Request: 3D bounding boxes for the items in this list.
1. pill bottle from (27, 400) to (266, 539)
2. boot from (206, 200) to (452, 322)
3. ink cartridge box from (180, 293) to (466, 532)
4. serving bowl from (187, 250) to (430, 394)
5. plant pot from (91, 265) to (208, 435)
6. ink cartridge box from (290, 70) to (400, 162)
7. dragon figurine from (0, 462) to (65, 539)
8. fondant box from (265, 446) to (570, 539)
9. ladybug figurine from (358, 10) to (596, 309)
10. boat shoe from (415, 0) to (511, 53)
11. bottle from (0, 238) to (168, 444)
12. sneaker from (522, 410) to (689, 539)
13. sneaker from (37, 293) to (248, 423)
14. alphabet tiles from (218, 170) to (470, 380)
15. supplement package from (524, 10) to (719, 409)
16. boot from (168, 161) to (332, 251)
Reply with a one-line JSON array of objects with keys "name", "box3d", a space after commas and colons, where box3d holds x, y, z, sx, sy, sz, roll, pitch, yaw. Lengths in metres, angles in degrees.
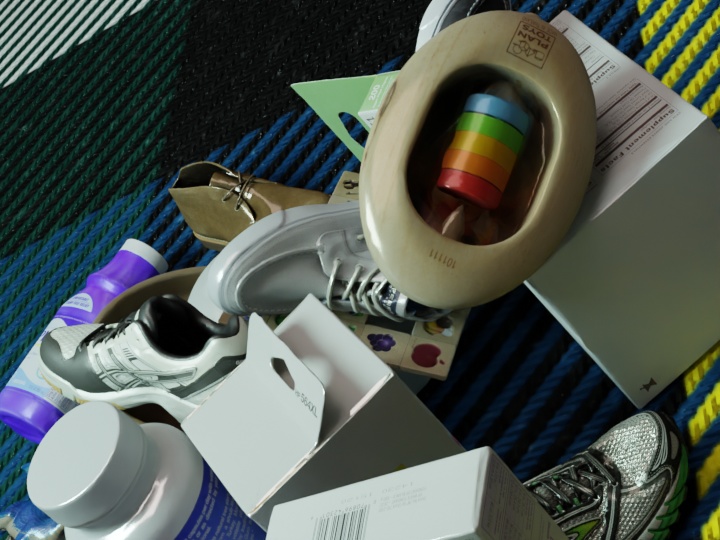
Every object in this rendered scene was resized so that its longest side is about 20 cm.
[{"name": "pill bottle", "box3d": [-0.131, 0.175, 1.126, 0.112, 0.200, 0.113, -25, 40, 24]}, {"name": "boot", "box3d": [0.000, 0.000, 1.135, 0.199, 0.074, 0.096, -20, 39, -27]}, {"name": "ink cartridge box", "box3d": [-0.011, 0.125, 1.064, 0.125, 0.200, 0.128, -45, 34, -4]}, {"name": "serving bowl", "box3d": [-0.035, 0.025, 1.224, 0.198, 0.066, 0.201, 2, 40, -1]}, {"name": "plant pot", "box3d": [-0.110, 0.093, 1.260, 0.199, 0.093, 0.202, 2, 40, -2]}, {"name": "ink cartridge box", "box3d": [0.046, -0.096, 1.294, 0.199, 0.146, 0.048, -3, 52, 43]}, {"name": "dragon figurine", "box3d": [-0.264, 0.199, 1.360, 0.199, 0.059, 0.100, 17, 65, 51]}, {"name": "fondant box", "box3d": [0.058, 0.193, 0.922, 0.144, 0.200, 0.059, -19, 39, 29]}, {"name": "ladybug figurine", "box3d": [0.071, -0.066, 1.004, 0.201, 0.135, 0.072, -64, 0, -16]}, {"name": "boat shoe", "box3d": [0.069, -0.116, 1.089, 0.068, 0.072, 0.201, -3, 54, 47]}, {"name": "bottle", "box3d": [-0.246, 0.063, 1.483, 0.083, 0.065, 0.201, 9, 59, 47]}, {"name": "sneaker", "box3d": [0.118, 0.157, 1.005, 0.200, 0.085, 0.078, -42, 34, 0]}, {"name": "sneaker", "box3d": [-0.147, 0.051, 1.148, 0.199, 0.088, 0.076, 8, 36, 29]}, {"name": "alphabet tiles", "box3d": [0.006, -0.005, 1.206, 0.166, 0.008, 0.201, 13, 41, 11]}, {"name": "supplement package", "box3d": [0.164, -0.046, 1.116, 0.151, 0.152, 0.200, -41, 34, 3]}, {"name": "boot", "box3d": [-0.098, -0.056, 1.458, 0.199, 0.076, 0.074, 4, 54, 46]}]
